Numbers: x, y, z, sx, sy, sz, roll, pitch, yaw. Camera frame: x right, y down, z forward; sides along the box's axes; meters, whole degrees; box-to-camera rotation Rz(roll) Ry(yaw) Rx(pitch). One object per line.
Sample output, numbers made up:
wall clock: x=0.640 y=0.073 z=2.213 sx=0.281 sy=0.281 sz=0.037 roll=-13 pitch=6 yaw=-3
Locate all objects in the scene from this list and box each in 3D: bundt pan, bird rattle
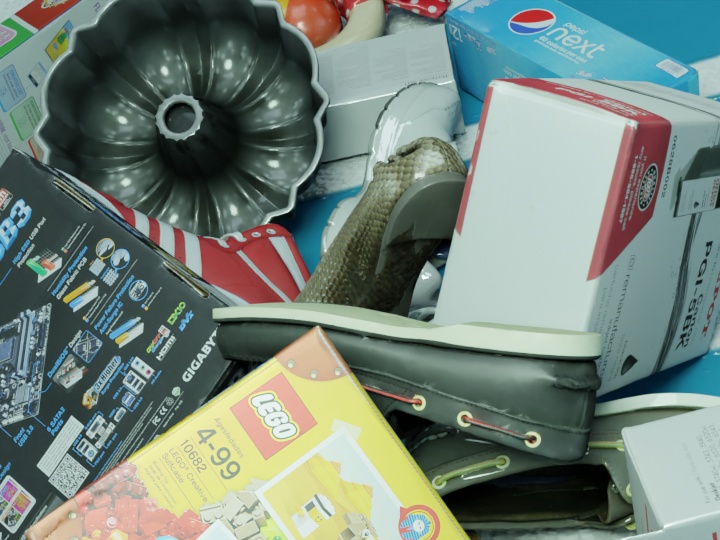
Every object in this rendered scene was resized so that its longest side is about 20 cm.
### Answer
bundt pan: x=-0.115 y=-0.093 z=1.043 sx=0.201 sy=0.076 sz=0.202 roll=-2 pitch=77 yaw=7
bird rattle: x=-0.033 y=-0.202 z=1.216 sx=0.199 sy=0.113 sz=0.163 roll=11 pitch=56 yaw=11

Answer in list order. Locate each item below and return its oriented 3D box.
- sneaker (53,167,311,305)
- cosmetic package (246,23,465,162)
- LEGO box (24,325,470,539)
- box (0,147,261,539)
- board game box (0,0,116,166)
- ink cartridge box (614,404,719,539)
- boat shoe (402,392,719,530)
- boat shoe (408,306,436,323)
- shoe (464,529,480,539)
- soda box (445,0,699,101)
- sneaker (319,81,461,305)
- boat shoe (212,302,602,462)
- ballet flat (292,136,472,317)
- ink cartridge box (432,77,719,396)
sneaker: x=-0.117 y=-0.009 z=0.950 sx=0.200 sy=0.071 sz=0.112 roll=35 pitch=31 yaw=8
cosmetic package: x=-0.028 y=-0.120 z=1.120 sx=0.199 sy=0.051 sz=0.083 roll=-11 pitch=37 yaw=6
LEGO box: x=-0.021 y=0.150 z=0.646 sx=0.149 sy=0.077 sz=0.200 roll=-35 pitch=84 yaw=-9
box: x=-0.173 y=0.065 z=0.844 sx=0.198 sy=0.050 sz=0.200 roll=34 pitch=89 yaw=27
board game box: x=-0.203 y=-0.123 z=1.104 sx=0.040 sy=0.153 sz=0.200 roll=18 pitch=49 yaw=37
ink cartridge box: x=0.190 y=0.119 z=0.708 sx=0.199 sy=0.116 sz=0.068 roll=-14 pitch=38 yaw=1
boat shoe: x=0.121 y=0.103 z=0.780 sx=0.201 sy=0.072 sz=0.060 roll=1 pitch=49 yaw=0
boat shoe: x=0.046 y=0.050 z=0.879 sx=0.200 sy=0.067 sz=0.074 roll=13 pitch=46 yaw=31
shoe: x=-0.015 y=0.123 z=0.832 sx=0.200 sy=0.054 sz=0.070 roll=30 pitch=23 yaw=37
soda box: x=0.145 y=-0.133 z=1.064 sx=0.064 sy=0.068 sz=0.200 roll=-30 pitch=41 yaw=-18
sneaker: x=0.038 y=-0.045 z=1.008 sx=0.087 sy=0.075 sz=0.200 roll=12 pitch=52 yaw=13
boat shoe: x=0.015 y=0.048 z=0.724 sx=0.201 sy=0.063 sz=0.074 roll=7 pitch=3 yaw=26
ballet flat: x=0.000 y=0.000 z=0.816 sx=0.067 sy=0.200 sz=0.046 roll=-4 pitch=54 yaw=-31
ink cartridge box: x=0.131 y=-0.021 z=0.805 sx=0.083 sy=0.147 sz=0.200 roll=20 pitch=16 yaw=30
